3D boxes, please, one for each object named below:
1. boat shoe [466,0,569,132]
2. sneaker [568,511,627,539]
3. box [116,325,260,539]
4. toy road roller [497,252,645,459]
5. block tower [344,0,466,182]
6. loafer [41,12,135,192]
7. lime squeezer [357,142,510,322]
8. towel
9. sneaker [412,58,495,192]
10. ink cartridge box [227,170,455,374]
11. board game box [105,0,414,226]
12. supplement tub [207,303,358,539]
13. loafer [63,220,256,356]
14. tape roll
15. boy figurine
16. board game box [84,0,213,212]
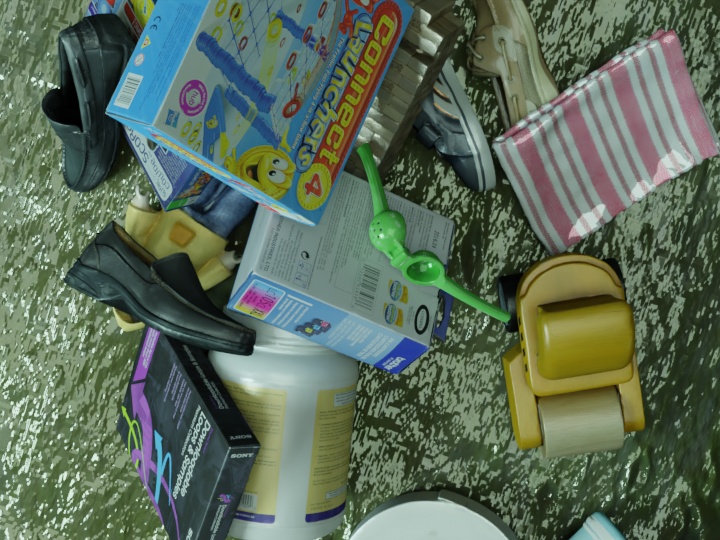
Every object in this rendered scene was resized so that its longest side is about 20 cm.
[{"bbox_3d":[0.134,-0.205,1.044,0.064,0.071,0.201,-25,97,1],"label":"boat shoe"},{"bbox_3d":[0.249,0.355,1.100,0.130,0.080,0.200,-36,86,1],"label":"sneaker"},{"bbox_3d":[-0.162,0.150,1.002,0.036,0.200,0.144,1,122,-36],"label":"box"},{"bbox_3d":[0.202,0.084,1.036,0.122,0.146,0.201,-9,96,0],"label":"toy road roller"},{"bbox_3d":[0.024,-0.151,0.982,0.054,0.058,0.200,35,126,10],"label":"block tower"},{"bbox_3d":[-0.255,-0.146,0.999,0.070,0.201,0.068,-17,60,-33],"label":"loafer"},{"bbox_3d":[0.047,-0.019,0.946,0.038,0.071,0.200,-42,86,24],"label":"lime squeezer"},{"bbox_3d":[0.235,-0.117,1.044,0.200,0.030,0.147,-33,121,2],"label":"towel"},{"bbox_3d":[0.059,-0.158,1.045,0.079,0.078,0.201,-23,85,-3],"label":"sneaker"},{"bbox_3d":[0.000,0.000,0.972,0.199,0.076,0.137,22,59,-13],"label":"ink cartridge box"},{"bbox_3d":[-0.067,-0.162,0.833,0.056,0.196,0.201,20,84,38],"label":"board game box"},{"bbox_3d":[-0.077,0.138,1.037,0.145,0.145,0.201,6,95,-2],"label":"supplement tub"},{"bbox_3d":[-0.172,0.016,0.979,0.199,0.073,0.073,23,84,21],"label":"loafer"},{"bbox_3d":[0.072,0.320,1.096,0.202,0.037,0.204,1,95,10],"label":"tape roll"},{"bbox_3d":[-0.177,-0.029,1.061,0.124,0.064,0.200,40,91,-7],"label":"boy figurine"},{"bbox_3d":[-0.182,-0.173,0.990,0.034,0.135,0.201,-18,73,-40],"label":"board game box"}]
